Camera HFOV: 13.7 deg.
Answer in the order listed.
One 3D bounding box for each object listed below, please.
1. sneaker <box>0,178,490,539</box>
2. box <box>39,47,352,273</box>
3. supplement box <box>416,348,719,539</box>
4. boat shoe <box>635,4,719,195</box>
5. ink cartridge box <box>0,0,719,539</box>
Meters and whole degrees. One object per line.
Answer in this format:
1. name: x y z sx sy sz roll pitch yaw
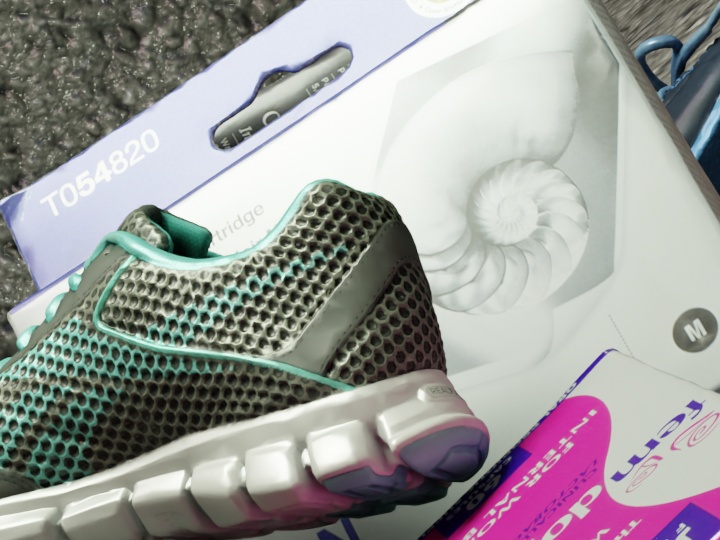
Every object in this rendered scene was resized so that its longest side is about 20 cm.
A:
1. sneaker: -0.060 0.030 0.795 0.199 0.092 0.078 -13 -13 24
2. box: 0.016 0.010 1.005 0.182 0.104 0.200 -32 -22 -1
3. supplement box: 0.075 0.094 0.678 0.101 0.103 0.200 -44 9 -4
4. boat shoe: 0.127 -0.051 1.169 0.069 0.084 0.200 10 46 45
5. ink cartridge box: 0.000 0.000 0.855 0.199 0.200 0.041 -34 -29 10
